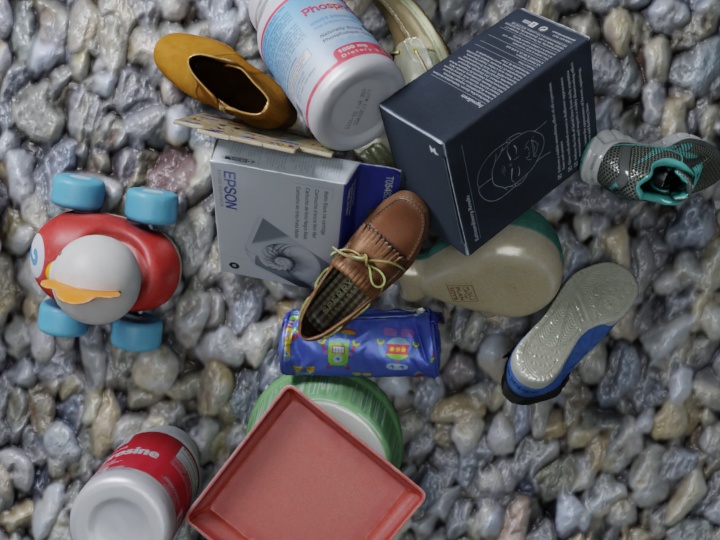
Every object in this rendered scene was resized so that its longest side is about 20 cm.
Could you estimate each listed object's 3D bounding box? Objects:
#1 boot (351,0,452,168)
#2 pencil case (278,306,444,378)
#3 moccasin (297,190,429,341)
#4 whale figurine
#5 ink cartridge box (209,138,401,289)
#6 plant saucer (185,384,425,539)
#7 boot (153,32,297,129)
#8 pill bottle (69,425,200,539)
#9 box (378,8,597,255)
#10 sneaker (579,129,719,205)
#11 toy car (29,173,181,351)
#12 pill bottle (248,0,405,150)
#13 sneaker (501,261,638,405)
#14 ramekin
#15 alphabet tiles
[{"bbox_3d":[0.031,-0.202,1.003,0.153,0.072,0.201,-35,100,4],"label":"boot"},{"bbox_3d":[0.001,0.082,1.050,0.196,0.078,0.089,0,112,3],"label":"pencil case"},{"bbox_3d":[-0.001,-0.001,0.946,0.074,0.078,0.201,47,116,-2],"label":"moccasin"},{"bbox_3d":[0.132,-0.014,1.025,0.196,0.105,0.160,-7,138,24],"label":"whale figurine"},{"bbox_3d":[-0.062,-0.051,0.989,0.196,0.041,0.201,9,145,2],"label":"ink cartridge box"},{"bbox_3d":[-0.061,0.257,1.004,0.199,0.037,0.201,38,98,-4],"label":"plant saucer"},{"bbox_3d":[-0.161,-0.215,0.966,0.199,0.144,0.072,30,95,10],"label":"boot"},{"bbox_3d":[-0.246,0.251,1.030,0.110,0.200,0.115,0,99,2],"label":"pill bottle"},{"bbox_3d":[0.137,-0.144,0.927,0.199,0.107,0.150,-36,136,-17],"label":"box"},{"bbox_3d":[0.330,-0.099,0.965,0.197,0.091,0.079,-5,121,-29],"label":"sneaker"},{"bbox_3d":[-0.301,0.002,0.992,0.173,0.200,0.188,10,100,1],"label":"toy car"},{"bbox_3d":[-0.043,-0.228,0.945,0.108,0.109,0.201,-39,56,9],"label":"pill bottle"},{"bbox_3d":[0.236,0.077,1.046,0.077,0.112,0.200,41,65,14],"label":"sneaker"},{"bbox_3d":[-0.047,0.223,1.066,0.196,0.098,0.204,0,100,3],"label":"ramekin"},{"bbox_3d":[-0.104,-0.145,0.957,0.163,0.200,0.006,12,103,1],"label":"alphabet tiles"}]
